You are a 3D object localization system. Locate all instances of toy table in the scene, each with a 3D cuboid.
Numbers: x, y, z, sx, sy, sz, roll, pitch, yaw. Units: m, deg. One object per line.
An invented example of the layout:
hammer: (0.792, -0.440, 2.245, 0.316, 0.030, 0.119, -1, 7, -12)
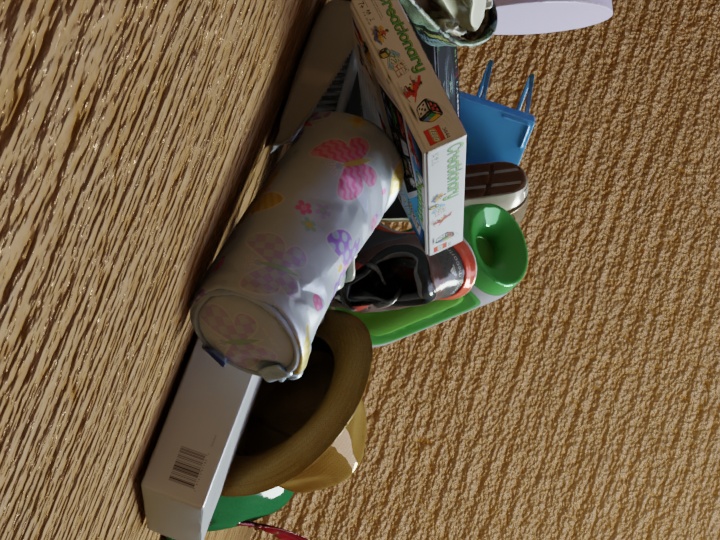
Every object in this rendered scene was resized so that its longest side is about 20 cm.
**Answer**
toy table: (0.149, -0.279, 1.261, 0.200, 0.181, 0.119, -5, 89, -68)

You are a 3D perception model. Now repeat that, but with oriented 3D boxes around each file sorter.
file sorter: (0.067, -0.154, 1.457, 0.123, 0.197, 0.140, -72, 180, -53)

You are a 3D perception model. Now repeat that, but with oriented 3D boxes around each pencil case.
pencil case: (-0.038, -0.020, 0.981, 0.083, 0.090, 0.201, -34, -158, 48)

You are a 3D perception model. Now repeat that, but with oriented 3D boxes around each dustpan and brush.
dustpan and brush: (-0.005, -0.181, 1.089, 0.140, 0.056, 0.203, -61, 170, -79)

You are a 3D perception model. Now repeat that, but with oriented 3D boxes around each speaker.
speaker: (0.054, 0.007, 1.274, 0.199, 0.088, 0.089, -25, -145, 46)

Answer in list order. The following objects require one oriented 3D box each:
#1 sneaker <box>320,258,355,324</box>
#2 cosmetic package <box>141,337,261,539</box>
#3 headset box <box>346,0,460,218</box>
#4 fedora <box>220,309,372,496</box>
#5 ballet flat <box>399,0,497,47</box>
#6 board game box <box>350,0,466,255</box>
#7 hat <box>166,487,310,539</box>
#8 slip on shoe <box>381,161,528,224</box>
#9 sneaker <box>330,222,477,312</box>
sneaker: (-0.025, -0.032, 1.142, 0.070, 0.081, 0.201, -11, 143, -34)
cosmetic package: (-0.104, 0.091, 1.062, 0.151, 0.051, 0.202, 102, 7, -68)
headset box: (0.034, -0.153, 1.269, 0.200, 0.091, 0.177, -65, 152, -70)
fedora: (-0.049, 0.124, 1.181, 0.199, 0.082, 0.202, -32, -151, 20)
ballet flat: (0.051, -0.220, 1.024, 0.200, 0.073, 0.075, 33, 75, -60)
board game box: (0.036, -0.104, 1.049, 0.200, 0.034, 0.127, 82, -16, -71)
hat: (-0.069, 0.204, 1.316, 0.200, 0.174, 0.168, 14, 95, -88)
slip on shoe: (0.065, -0.066, 1.397, 0.077, 0.197, 0.061, -95, -179, -46)
sneaker: (0.000, 0.000, 1.202, 0.081, 0.198, 0.078, -24, 102, -46)
